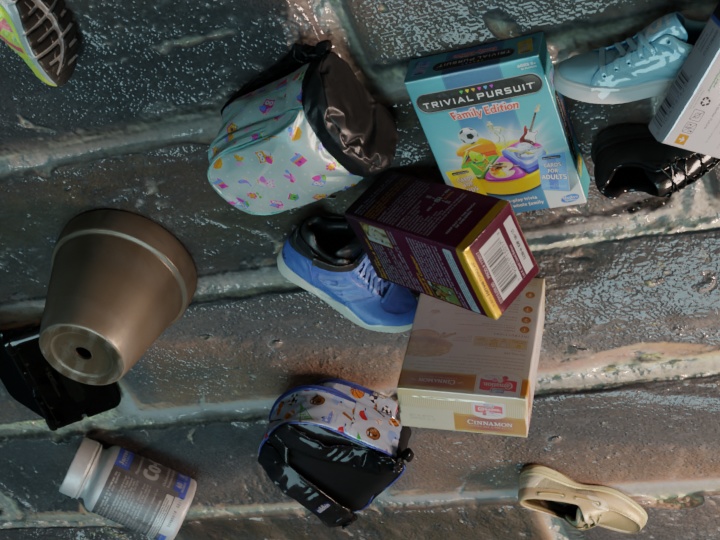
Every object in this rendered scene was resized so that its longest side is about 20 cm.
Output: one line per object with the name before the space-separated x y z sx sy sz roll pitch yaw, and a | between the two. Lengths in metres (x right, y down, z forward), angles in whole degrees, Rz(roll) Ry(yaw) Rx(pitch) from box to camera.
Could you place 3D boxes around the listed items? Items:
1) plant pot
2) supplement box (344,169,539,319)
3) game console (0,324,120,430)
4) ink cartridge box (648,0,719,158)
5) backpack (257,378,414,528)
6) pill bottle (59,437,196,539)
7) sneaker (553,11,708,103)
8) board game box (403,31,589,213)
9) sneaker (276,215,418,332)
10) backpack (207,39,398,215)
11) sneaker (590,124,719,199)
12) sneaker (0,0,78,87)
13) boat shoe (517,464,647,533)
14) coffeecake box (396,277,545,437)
plant pot | -0.335 0.049 1.544 0.199 0.174 0.200 8 135 8
supplement box | 0.090 -0.033 1.331 0.200 0.086 0.110 20 148 46
game console | -0.482 0.134 1.784 0.175 0.117 0.200 -20 132 -6
ink cartridge box | 0.410 -0.190 1.124 0.199 0.047 0.198 11 122 -22
backpack | -0.042 0.241 1.659 0.190 0.154 0.200 23 130 -17
pill bottle | -0.378 0.354 1.898 0.200 0.114 0.114 26 135 -9
sneaker | 0.291 -0.221 1.163 0.199 0.074 0.082 -6 130 7
board game box | 0.153 -0.152 1.286 0.151 0.047 0.200 -8 131 24
sneaker | -0.001 0.001 1.460 0.200 0.077 0.111 30 144 -3
backpack | -0.079 -0.147 1.306 0.200 0.127 0.167 -15 131 33
sneaker | 0.340 -0.118 1.231 0.200 0.091 0.076 -16 125 28
sneaker | -0.394 -0.291 1.307 0.090 0.078 0.200 -8 125 35
boat shoe | 0.323 0.350 1.712 0.200 0.065 0.072 22 136 -5
coffeecake box | 0.139 0.098 1.425 0.153 0.200 0.073 4 134 14
